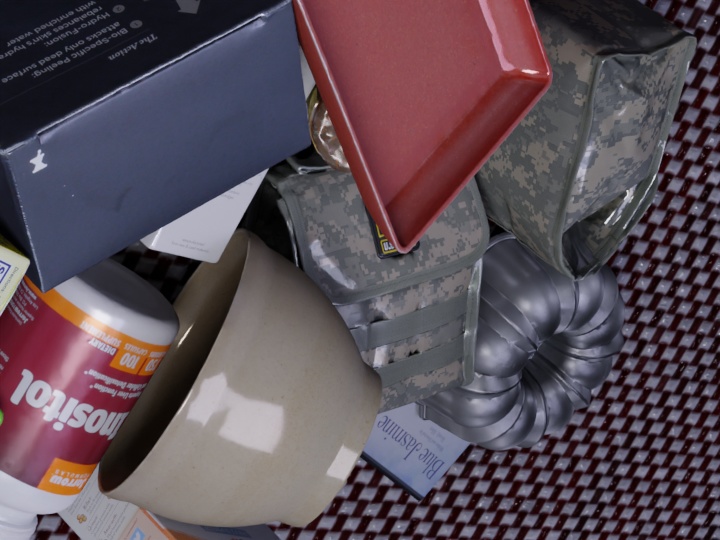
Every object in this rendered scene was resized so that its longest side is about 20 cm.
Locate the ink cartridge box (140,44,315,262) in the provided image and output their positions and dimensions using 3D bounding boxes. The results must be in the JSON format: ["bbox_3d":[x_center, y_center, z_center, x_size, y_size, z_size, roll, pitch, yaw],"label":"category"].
[{"bbox_3d":[-0.100,-0.121,1.568,0.068,0.115,0.200,14,110,-49],"label":"ink cartridge box"}]

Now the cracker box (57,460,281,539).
[{"bbox_3d":[-0.139,0.175,1.707,0.134,0.200,0.058,17,108,-50],"label":"cracker box"}]

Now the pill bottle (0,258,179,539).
[{"bbox_3d":[-0.216,0.089,1.632,0.113,0.113,0.200,18,108,-50],"label":"pill bottle"}]

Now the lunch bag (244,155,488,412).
[{"bbox_3d":[0.000,0.000,1.757,0.164,0.118,0.201,-16,125,-32],"label":"lunch bag"}]

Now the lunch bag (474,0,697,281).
[{"bbox_3d":[0.137,-0.112,1.765,0.117,0.164,0.201,-16,131,-39],"label":"lunch bag"}]

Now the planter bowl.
[{"bbox_3d":[-0.070,0.091,1.624,0.134,0.200,0.201,30,101,-15],"label":"planter bowl"}]

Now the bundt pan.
[{"bbox_3d":[0.137,0.063,1.956,0.201,0.076,0.202,-27,137,-28],"label":"bundt pan"}]

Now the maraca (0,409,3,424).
[{"bbox_3d":[-0.316,0.128,1.565,0.200,0.137,0.107,-59,-179,2],"label":"maraca"}]

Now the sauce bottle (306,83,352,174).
[{"bbox_3d":[-0.004,-0.122,1.607,0.066,0.200,0.066,-1,112,-1],"label":"sauce bottle"}]

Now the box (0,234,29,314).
[{"bbox_3d":[-0.318,-0.034,1.353,0.200,0.176,0.097,30,93,-43],"label":"box"}]

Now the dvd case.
[{"bbox_3d":[0.079,0.089,1.995,0.200,0.018,0.143,-49,143,0],"label":"dvd case"}]

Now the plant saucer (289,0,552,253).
[{"bbox_3d":[0.031,-0.146,1.485,0.200,0.037,0.200,-49,129,-39],"label":"plant saucer"}]

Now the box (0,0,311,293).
[{"bbox_3d":[-0.167,-0.120,1.435,0.196,0.200,0.118,-30,138,-22],"label":"box"}]
